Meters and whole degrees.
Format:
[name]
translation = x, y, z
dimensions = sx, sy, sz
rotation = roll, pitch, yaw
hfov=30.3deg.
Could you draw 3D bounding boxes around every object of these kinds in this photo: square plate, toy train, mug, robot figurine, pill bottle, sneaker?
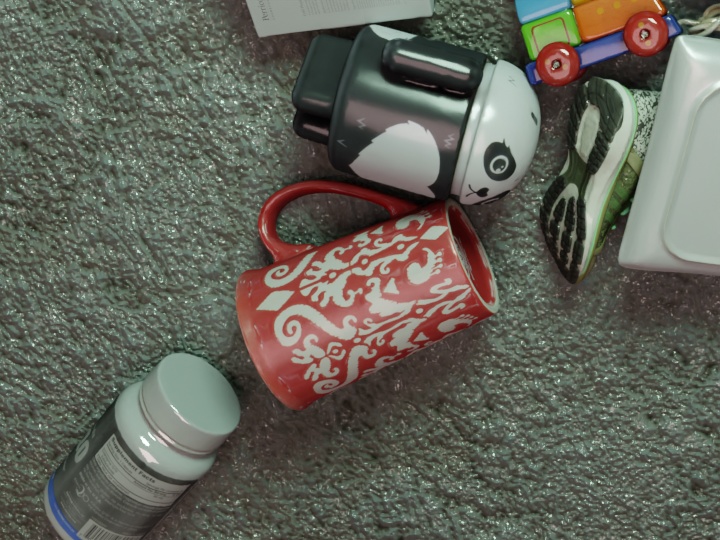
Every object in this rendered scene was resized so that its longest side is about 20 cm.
[square plate]
translation = 0.318, -0.073, 1.031
dimensions = 0.198, 0.029, 0.200
rotation = 7, 118, -4
[toy train]
translation = 0.213, -0.223, 1.025
dimensions = 0.199, 0.085, 0.117
rotation = -17, 96, 18
[mug]
translation = 0.000, 0.007, 1.148
dimensions = 0.199, 0.134, 0.178
rotation = -23, 110, 18
[robot figurine]
translation = 0.046, -0.124, 1.075
dimensions = 0.198, 0.150, 0.126
rotation = 16, 104, 5
[pill bottle]
translation = -0.209, 0.178, 1.280
dimensions = 0.114, 0.114, 0.200
rotation = 39, 116, -7
[sneaker]
translation = 0.211, -0.069, 1.097
dimensions = 0.088, 0.077, 0.201
rotation = -7, 135, -20

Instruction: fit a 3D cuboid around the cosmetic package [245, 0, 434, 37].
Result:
[cosmetic package]
translation = -0.033, -0.282, 1.025
dimensions = 0.149, 0.052, 0.201
rotation = -5, 135, 13
